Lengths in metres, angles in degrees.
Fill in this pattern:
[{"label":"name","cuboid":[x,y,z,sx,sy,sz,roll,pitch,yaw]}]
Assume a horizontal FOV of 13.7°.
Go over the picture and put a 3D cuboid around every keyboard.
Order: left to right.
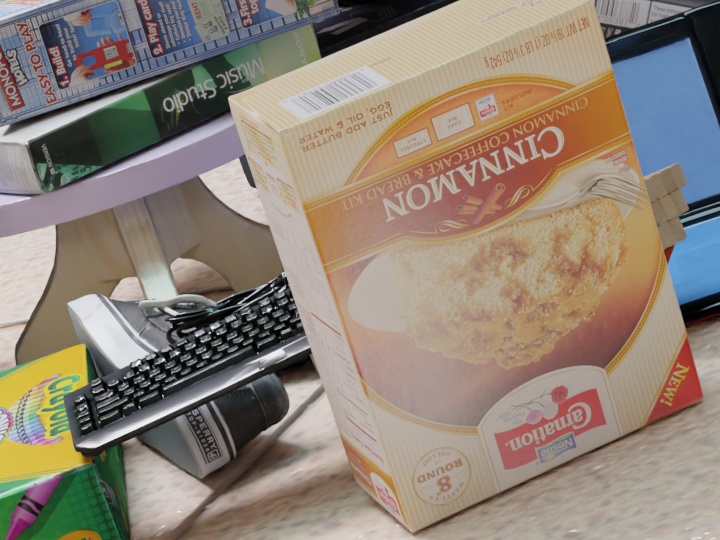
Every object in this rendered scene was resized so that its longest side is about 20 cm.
[{"label":"keyboard","cuboid":[-0.050,0.024,1.431,0.200,0.021,0.127,-25,16,-2]}]

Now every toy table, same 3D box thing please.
[{"label":"toy table","cuboid":[-0.129,-0.017,1.719,0.200,0.117,0.184,-17,16,7]}]

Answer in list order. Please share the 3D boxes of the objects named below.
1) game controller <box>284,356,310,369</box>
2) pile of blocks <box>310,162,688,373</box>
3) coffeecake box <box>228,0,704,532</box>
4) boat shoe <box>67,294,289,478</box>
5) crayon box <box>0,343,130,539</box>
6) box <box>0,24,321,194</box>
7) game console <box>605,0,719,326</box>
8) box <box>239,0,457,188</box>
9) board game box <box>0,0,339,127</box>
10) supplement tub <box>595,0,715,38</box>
[{"label":"game controller","cuboid":[0.000,0.000,1.651,0.104,0.042,0.200,-11,18,27]},{"label":"pile of blocks","cuboid":[0.074,0.016,1.451,0.200,0.062,0.082,-23,1,12]},{"label":"coffeecake box","cuboid":[0.049,-0.009,1.332,0.153,0.200,0.073,-24,23,-14]},{"label":"boat shoe","cuboid":[-0.094,0.046,1.546,0.068,0.074,0.199,-29,18,-15]},{"label":"crayon box","cuboid":[-0.179,0.107,1.477,0.119,0.058,0.200,-20,16,-1]},{"label":"box","cuboid":[-0.140,-0.097,1.732,0.200,0.036,0.144,-28,19,-29]},{"label":"game console","cuboid":[0.136,-0.045,1.519,0.200,0.173,0.119,-18,-10,3]},{"label":"box","cuboid":[0.031,-0.127,1.892,0.200,0.118,0.197,-24,17,-17]},{"label":"board game box","cuboid":[-0.145,-0.148,1.728,0.200,0.062,0.200,-22,16,-22]},{"label":"supplement tub","cuboid":[0.178,-0.144,1.702,0.200,0.107,0.107,9,13,-9]}]
